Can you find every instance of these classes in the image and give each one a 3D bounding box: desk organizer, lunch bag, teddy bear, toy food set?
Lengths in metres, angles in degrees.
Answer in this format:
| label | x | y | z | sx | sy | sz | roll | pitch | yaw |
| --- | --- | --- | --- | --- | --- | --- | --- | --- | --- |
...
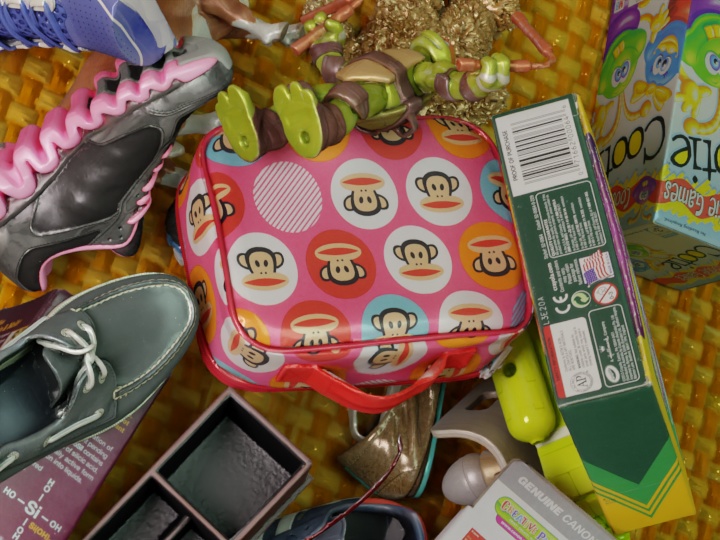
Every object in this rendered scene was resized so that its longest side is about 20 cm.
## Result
| label | x | y | z | sx | sy | sz | roll | pitch | yaw |
| --- | --- | --- | --- | --- | --- | --- | --- | --- | --- |
| desk organizer | -0.118 | 0.163 | 1.148 | 0.072 | 0.077 | 0.200 | 43 | 78 | 5 |
| lunch bag | 0.000 | 0.000 | 1.174 | 0.200 | 0.082 | 0.176 | -2 | 64 | -22 |
| teddy bear | 0.033 | -0.140 | 1.326 | 0.200 | 0.067 | 0.145 | -40 | 99 | -29 |
| toy food set | 0.110 | 0.173 | 1.297 | 0.200 | 0.060 | 0.144 | 69 | 22 | -4 |

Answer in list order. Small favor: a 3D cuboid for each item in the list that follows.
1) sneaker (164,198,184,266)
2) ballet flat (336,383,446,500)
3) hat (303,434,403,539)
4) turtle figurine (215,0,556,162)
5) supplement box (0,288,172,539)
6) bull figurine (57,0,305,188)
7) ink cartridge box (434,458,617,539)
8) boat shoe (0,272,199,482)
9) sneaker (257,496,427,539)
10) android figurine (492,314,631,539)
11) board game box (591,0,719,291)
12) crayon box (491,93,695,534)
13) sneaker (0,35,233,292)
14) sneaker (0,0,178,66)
| label | x | y | z | sx | sy | sz | roll | pitch | yaw |
| --- | --- | --- | --- | --- | --- | --- | --- | --- | --- |
| sneaker | -0.025 | -0.006 | 1.258 | 0.200 | 0.075 | 0.087 | 26 | 63 | -6 |
| ballet flat | 0.031 | 0.048 | 1.303 | 0.072 | 0.068 | 0.200 | 20 | 76 | -7 |
| hat | -0.083 | 0.205 | 1.126 | 0.176 | 0.200 | 0.166 | -60 | 145 | -53 |
| turtle figurine | -0.002 | -0.105 | 1.146 | 0.161 | 0.200 | 0.064 | -26 | 122 | -39 |
| supplement box | -0.206 | 0.117 | 1.124 | 0.086 | 0.110 | 0.200 | 39 | 66 | -18 |
| bull figurine | -0.110 | -0.144 | 1.239 | 0.121 | 0.065 | 0.200 | 24 | 76 | 11 |
| ink cartridge box | 0.103 | 0.241 | 1.173 | 0.200 | 0.084 | 0.176 | 42 | 68 | 7 |
| boat shoe | -0.158 | 0.060 | 1.061 | 0.200 | 0.062 | 0.073 | -32 | 96 | -29 |
| sneaker | -0.048 | 0.183 | 1.215 | 0.200 | 0.085 | 0.075 | -21 | 92 | -30 |
| android figurine | 0.138 | 0.091 | 1.298 | 0.182 | 0.041 | 0.200 | 21 | 49 | -61 |
| board game box | 0.230 | -0.102 | 1.407 | 0.103 | 0.105 | 0.200 | 19 | 72 | -24 |
| crayon box | 0.137 | 0.028 | 1.180 | 0.058 | 0.173 | 0.200 | -15 | 56 | 8 |
| sneaker | -0.145 | -0.058 | 1.169 | 0.095 | 0.200 | 0.079 | 52 | 17 | -18 |
| sneaker | -0.202 | -0.150 | 1.155 | 0.115 | 0.199 | 0.081 | -44 | 141 | -14 |
